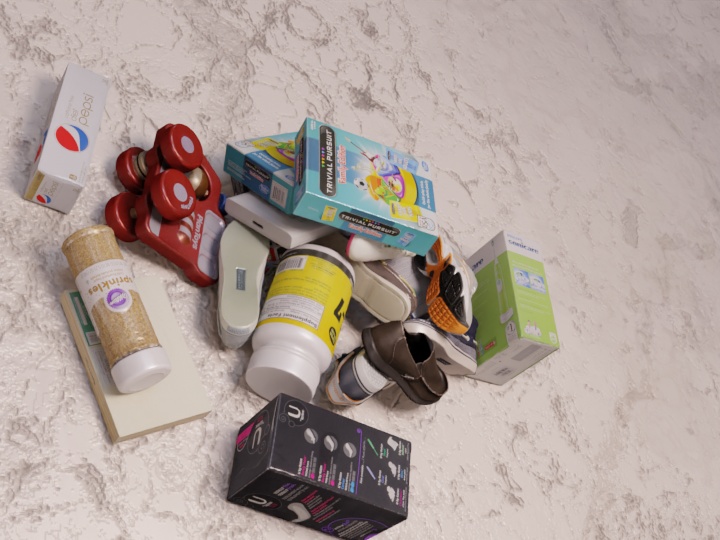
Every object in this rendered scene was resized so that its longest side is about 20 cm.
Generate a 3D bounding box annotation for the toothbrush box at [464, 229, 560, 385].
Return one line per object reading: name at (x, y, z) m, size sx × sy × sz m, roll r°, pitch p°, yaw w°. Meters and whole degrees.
toothbrush box at (0.230, 0.061, 1.467) m, size 0.085 × 0.146 × 0.202 m, roll 16°, pitch 51°, yaw -29°

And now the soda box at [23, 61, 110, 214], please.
soda box at (-0.391, -0.179, 1.210) m, size 0.063 × 0.068 × 0.202 m, roll 20°, pitch 50°, yaw -26°

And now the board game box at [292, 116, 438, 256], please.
board game box at (0.007, -0.116, 1.244) m, size 0.198 × 0.047 × 0.152 m, roll 17°, pitch 45°, yaw -21°

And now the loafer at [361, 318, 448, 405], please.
loafer at (0.079, 0.129, 1.265) m, size 0.200 × 0.071 × 0.074 m, roll 39°, pitch 30°, yaw -49°

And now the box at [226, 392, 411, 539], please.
box at (-0.049, 0.251, 1.132) m, size 0.199 × 0.122 × 0.107 m, roll 25°, pitch 48°, yaw -23°

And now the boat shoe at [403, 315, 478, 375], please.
boat shoe at (0.119, 0.088, 1.369) m, size 0.200 × 0.074 × 0.094 m, roll 39°, pitch 53°, yaw -52°

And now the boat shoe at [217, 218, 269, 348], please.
boat shoe at (-0.169, 0.017, 1.244) m, size 0.069 × 0.072 × 0.202 m, roll 12°, pitch 48°, yaw -14°

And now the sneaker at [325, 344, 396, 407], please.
sneaker at (0.010, 0.142, 1.297) m, size 0.079 × 0.079 × 0.200 m, roll 63°, pitch 21°, yaw 7°

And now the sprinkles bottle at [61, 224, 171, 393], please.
sprinkles bottle at (-0.296, 0.045, 1.089) m, size 0.068 × 0.068 × 0.201 m, roll -12°, pitch 68°, yaw -42°

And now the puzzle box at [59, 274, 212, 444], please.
puzzle box at (-0.279, 0.105, 1.127) m, size 0.132 × 0.025 × 0.202 m, roll -10°, pitch 67°, yaw -41°

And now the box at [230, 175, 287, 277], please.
box at (-0.130, -0.085, 1.369) m, size 0.109 × 0.035 × 0.202 m, roll 5°, pitch 58°, yaw -35°

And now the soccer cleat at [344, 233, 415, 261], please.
soccer cleat at (0.050, -0.050, 1.304) m, size 0.086 × 0.071 × 0.200 m, roll 25°, pitch 23°, yaw 18°

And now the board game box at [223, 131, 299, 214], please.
board game box at (-0.078, -0.153, 1.339) m, size 0.199 × 0.047 × 0.150 m, roll -18°, pitch 41°, yaw -43°

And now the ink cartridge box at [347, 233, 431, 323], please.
ink cartridge box at (0.054, -0.011, 1.431) m, size 0.136 × 0.076 × 0.201 m, roll -23°, pitch 77°, yaw -45°

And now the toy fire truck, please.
toy fire truck at (-0.248, -0.095, 1.250) m, size 0.168 × 0.111 × 0.202 m, roll 42°, pitch 38°, yaw -42°

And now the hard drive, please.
hard drive at (-0.082, -0.092, 1.320) m, size 0.131 × 0.027 × 0.199 m, roll 30°, pitch 32°, yaw 28°

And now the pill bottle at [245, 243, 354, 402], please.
pill bottle at (-0.083, 0.074, 1.233) m, size 0.114 × 0.114 × 0.201 m, roll 30°, pitch 53°, yaw -17°

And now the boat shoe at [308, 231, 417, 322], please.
boat shoe at (0.000, 0.000, 1.332) m, size 0.199 × 0.072 × 0.059 m, roll 39°, pitch 25°, yaw 11°

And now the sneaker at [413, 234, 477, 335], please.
sneaker at (0.146, 0.027, 1.349) m, size 0.092 × 0.076 × 0.201 m, roll 31°, pitch 29°, yaw -29°
